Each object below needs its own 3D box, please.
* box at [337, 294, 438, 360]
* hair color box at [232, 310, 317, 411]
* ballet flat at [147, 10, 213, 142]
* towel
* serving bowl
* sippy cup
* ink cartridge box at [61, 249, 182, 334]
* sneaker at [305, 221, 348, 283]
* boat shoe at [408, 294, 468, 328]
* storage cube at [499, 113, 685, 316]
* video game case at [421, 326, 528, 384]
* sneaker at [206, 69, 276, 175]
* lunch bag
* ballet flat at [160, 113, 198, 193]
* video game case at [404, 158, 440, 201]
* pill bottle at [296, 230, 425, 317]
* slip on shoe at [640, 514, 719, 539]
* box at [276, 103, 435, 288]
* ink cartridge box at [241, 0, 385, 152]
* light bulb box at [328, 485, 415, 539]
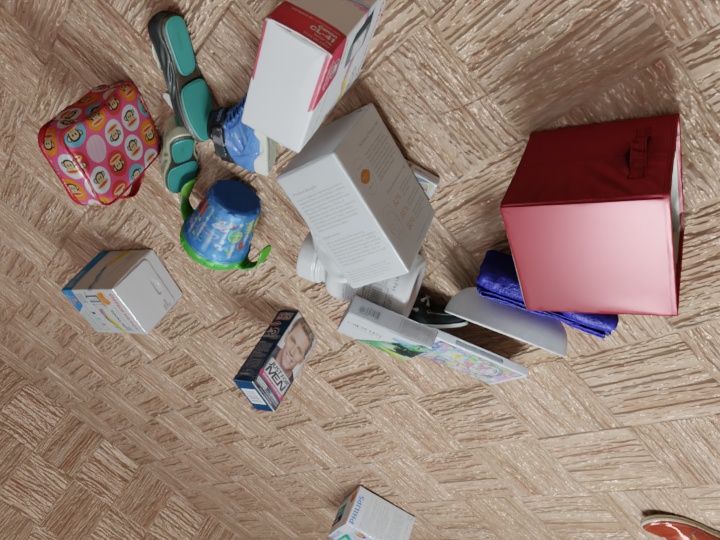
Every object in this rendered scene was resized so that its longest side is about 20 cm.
[{"bbox_3d":[0.038,0.102,0.975,0.143,0.037,0.200,23,166,-1],"label":"box"},{"bbox_3d":[-0.179,0.191,1.240,0.060,0.201,0.100,-2,131,33],"label":"hair color box"},{"bbox_3d":[-0.284,-0.304,0.909,0.068,0.068,0.201,16,129,32],"label":"ballet flat"},{"bbox_3d":[0.270,0.033,0.850,0.199,0.148,0.050,22,108,12],"label":"towel"},{"bbox_3d":[0.239,0.071,0.921,0.199,0.066,0.200,22,179,1],"label":"serving bowl"},{"bbox_3d":[-0.248,-0.092,1.059,0.177,0.140,0.130,18,134,-23],"label":"sippy cup"},{"bbox_3d":[-0.566,0.051,1.376,0.199,0.145,0.148,-2,130,32],"label":"ink cartridge box"},{"bbox_3d":[-0.058,-0.073,0.884,0.074,0.087,0.201,-22,87,14],"label":"sneaker"},{"bbox_3d":[0.097,0.070,1.052,0.198,0.076,0.061,2,93,10],"label":"boat shoe"},{"bbox_3d":[0.294,-0.067,0.711,0.179,0.171,0.201,0,132,33],"label":"storage cube"},{"bbox_3d":[0.189,0.162,1.068,0.199,0.018,0.143,24,159,-8],"label":"video game case"},{"bbox_3d":[-0.189,-0.240,0.897,0.110,0.077,0.200,15,145,1],"label":"sneaker"},{"bbox_3d":[-0.431,-0.207,0.989,0.081,0.201,0.177,3,133,22],"label":"lunch bag"},{"bbox_3d":[-0.327,-0.211,1.027,0.069,0.070,0.200,35,151,-6],"label":"ballet flat"},{"bbox_3d":[0.011,-0.121,0.943,0.181,0.023,0.200,29,140,2],"label":"video game case"},{"bbox_3d":[0.000,0.000,0.969,0.199,0.115,0.115,19,139,12],"label":"pill bottle"},{"bbox_3d":[0.693,0.567,1.204,0.199,0.061,0.074,17,140,18],"label":"slip on shoe"},{"bbox_3d":[0.002,-0.105,0.826,0.106,0.153,0.201,-16,119,35],"label":"box"},{"bbox_3d":[-0.052,-0.264,0.696,0.085,0.201,0.148,29,140,0],"label":"ink cartridge box"},{"bbox_3d":[0.032,0.799,1.795,0.199,0.125,0.199,30,140,0],"label":"light bulb box"}]
